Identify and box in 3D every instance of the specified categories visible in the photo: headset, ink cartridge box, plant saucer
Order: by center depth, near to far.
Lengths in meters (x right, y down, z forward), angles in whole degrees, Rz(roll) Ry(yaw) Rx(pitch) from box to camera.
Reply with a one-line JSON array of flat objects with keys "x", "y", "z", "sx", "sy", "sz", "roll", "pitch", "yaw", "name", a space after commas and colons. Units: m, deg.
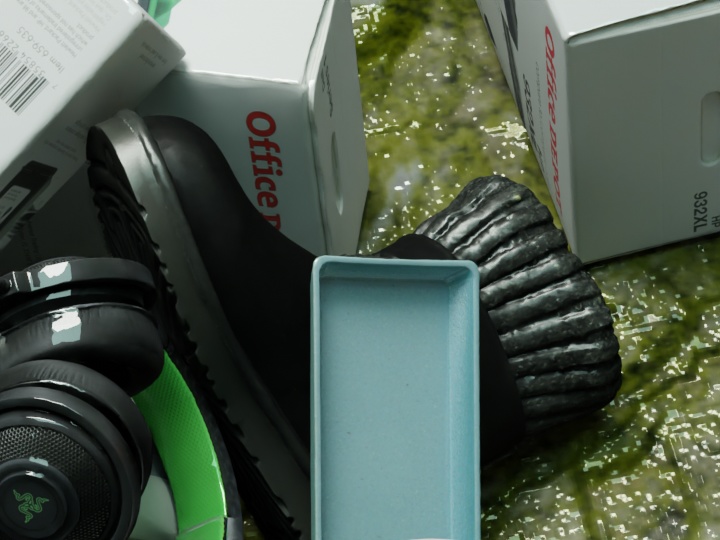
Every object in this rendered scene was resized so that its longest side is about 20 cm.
[{"x": -0.114, "y": 0.047, "z": 0.894, "sx": 0.094, "sy": 0.200, "sz": 0.124, "roll": -22, "pitch": 39, "yaw": 20, "name": "headset"}, {"x": 0.011, "y": 0.096, "z": 0.952, "sx": 0.070, "sy": 0.019, "sz": 0.201, "roll": 2, "pitch": 84, "yaw": -29, "name": "plant saucer"}, {"x": -0.178, "y": -0.053, "z": 0.986, "sx": 0.116, "sy": 0.067, "sz": 0.200, "roll": 44, "pitch": 92, "yaw": 12, "name": "ink cartridge box"}, {"x": -0.101, "y": -0.063, "z": 1.089, "sx": 0.199, "sy": 0.146, "sz": 0.085, "roll": 7, "pitch": 51, "yaw": 10, "name": "ink cartridge box"}, {"x": 0.098, "y": -0.127, "z": 1.117, "sx": 0.083, "sy": 0.145, "sz": 0.200, "roll": -14, "pitch": 51, "yaw": -5, "name": "ink cartridge box"}]

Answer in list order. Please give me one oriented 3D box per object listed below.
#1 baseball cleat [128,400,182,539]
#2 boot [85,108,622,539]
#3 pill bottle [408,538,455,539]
[{"x": -0.146, "y": 0.046, "z": 0.960, "sx": 0.070, "sy": 0.200, "sz": 0.107, "roll": -31, "pitch": 42, "yaw": 33, "name": "baseball cleat"}, {"x": -0.001, "y": 0.000, "z": 1.006, "sx": 0.158, "sy": 0.212, "sz": 0.079, "roll": -33, "pitch": 27, "yaw": -14, "name": "boot"}, {"x": 0.014, "y": 0.188, "z": 0.799, "sx": 0.114, "sy": 0.115, "sz": 0.200, "roll": 6, "pitch": 47, "yaw": 11, "name": "pill bottle"}]
